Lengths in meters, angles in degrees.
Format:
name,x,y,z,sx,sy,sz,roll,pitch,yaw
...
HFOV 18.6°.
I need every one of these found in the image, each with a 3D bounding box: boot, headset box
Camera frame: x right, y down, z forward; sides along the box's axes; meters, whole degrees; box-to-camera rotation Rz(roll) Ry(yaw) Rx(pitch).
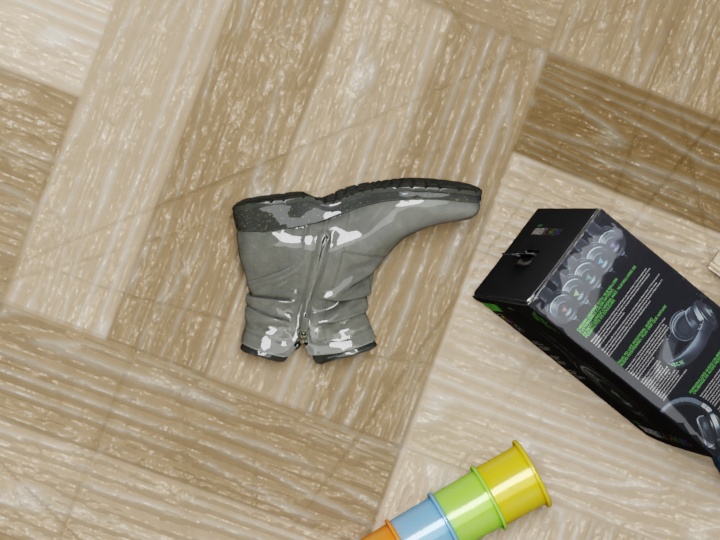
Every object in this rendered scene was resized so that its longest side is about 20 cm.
name,x,y,z,sx,sy,sz,roll,pitch,yaw
boot,0.000,0.000,1.692,0.199,0.068,0.131,-7,98,-2
headset box,0.195,0.038,1.664,0.200,0.174,0.093,39,85,-10

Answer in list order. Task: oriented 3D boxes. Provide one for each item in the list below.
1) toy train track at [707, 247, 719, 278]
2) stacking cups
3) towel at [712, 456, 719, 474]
name,x,y,z,sx,sy,sz,roll,pitch,yaw
toy train track,0.354,-0.012,1.754,0.115,0.033,0.200,36,83,-17
stacking cups,0.049,0.206,1.713,0.200,0.061,0.061,-29,97,-2
towel,0.370,0.113,1.758,0.200,0.049,0.112,-30,107,-8
